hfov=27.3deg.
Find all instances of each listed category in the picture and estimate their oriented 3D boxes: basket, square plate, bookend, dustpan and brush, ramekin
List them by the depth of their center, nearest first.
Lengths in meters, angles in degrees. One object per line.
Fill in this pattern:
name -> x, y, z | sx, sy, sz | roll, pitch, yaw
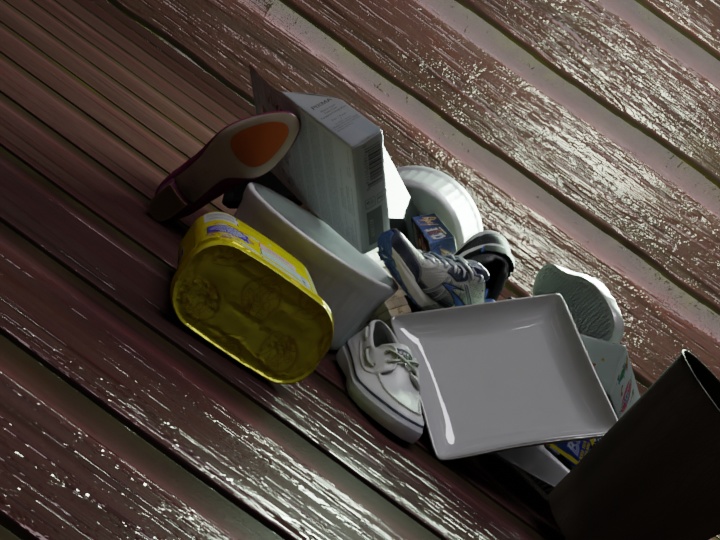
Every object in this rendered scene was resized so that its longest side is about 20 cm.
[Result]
basket -> 0.297, 0.209, 1.461 | 0.180, 0.200, 0.136 | 48, 16, -4
square plate -> 0.148, 0.113, 1.556 | 0.197, 0.028, 0.200 | -8, 46, -11
dustpan and brush -> 0.163, 0.200, 1.614 | 0.200, 0.057, 0.140 | 42, -4, 4
ramekin -> -0.067, -0.001, 1.623 | 0.200, 0.098, 0.200 | 36, 7, -5
bookend -> -0.043, -0.073, 1.926 | 0.198, 0.092, 0.200 | -6, -38, 23
ramekin -> 0.064, -0.041, 2.056 | 0.200, 0.201, 0.098 | 36, 15, 7

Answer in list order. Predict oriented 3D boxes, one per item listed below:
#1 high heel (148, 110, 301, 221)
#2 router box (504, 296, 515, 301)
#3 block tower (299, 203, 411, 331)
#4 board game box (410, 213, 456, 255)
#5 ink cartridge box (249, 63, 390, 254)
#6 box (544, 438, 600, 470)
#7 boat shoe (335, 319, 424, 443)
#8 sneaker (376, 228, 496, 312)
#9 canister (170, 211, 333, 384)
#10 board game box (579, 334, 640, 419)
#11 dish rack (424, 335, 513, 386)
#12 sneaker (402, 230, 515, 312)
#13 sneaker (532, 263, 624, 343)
high heel -> -0.146, -0.119, 1.657 | 0.067, 0.200, 0.096 | 51, 13, -6
router box -> 0.226, 0.105, 1.876 | 0.157, 0.052, 0.200 | 24, -14, -3
block tower -> 0.000, 0.000, 1.751 | 0.058, 0.054, 0.200 | -14, 76, -60
board game box -> 0.106, 0.040, 1.887 | 0.034, 0.201, 0.136 | -11, 15, -5
ink cartridge box -> -0.045, -0.134, 1.668 | 0.200, 0.047, 0.160 | 43, -28, 37
box -> 0.260, 0.209, 1.685 | 0.064, 0.070, 0.200 | 35, -9, 23
boat shoe -> 0.025, 0.102, 1.500 | 0.073, 0.067, 0.200 | 31, 8, -27
sneaker -> 0.092, 0.009, 1.643 | 0.200, 0.085, 0.077 | 48, 3, -37
canister -> -0.104, 0.019, 1.381 | 0.148, 0.087, 0.200 | 34, 6, -12
board game box -> 0.240, 0.127, 1.712 | 0.147, 0.064, 0.200 | 16, -18, 22
dish rack -> 0.123, 0.133, 1.687 | 0.171, 0.044, 0.200 | 30, -6, 23
sneaker -> 0.099, 0.038, 1.757 | 0.073, 0.200, 0.112 | 41, 13, -10
sneaker -> 0.278, 0.043, 1.749 | 0.082, 0.074, 0.200 | 14, 17, -21
